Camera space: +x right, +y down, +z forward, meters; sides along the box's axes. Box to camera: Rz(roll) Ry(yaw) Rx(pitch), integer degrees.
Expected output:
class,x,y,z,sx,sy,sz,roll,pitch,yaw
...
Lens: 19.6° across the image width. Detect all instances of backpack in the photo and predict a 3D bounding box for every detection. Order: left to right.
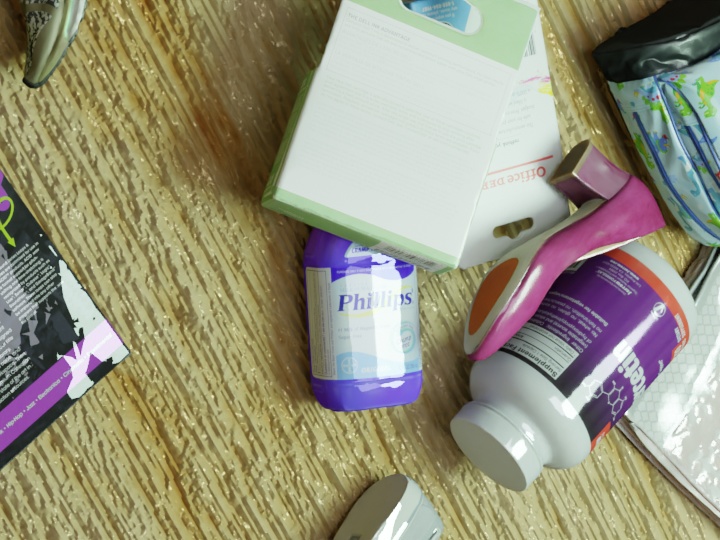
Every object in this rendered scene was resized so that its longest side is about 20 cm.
class,x,y,z,sx,sy,sz,roll,pitch,yaw
backpack,0.296,-0.112,1.666,0.163,0.153,0.201,-28,115,-30

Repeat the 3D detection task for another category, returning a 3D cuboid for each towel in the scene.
class,x,y,z,sx,sy,sz,roll,pitch,yaw
towel,0.314,0.094,1.742,0.191,0.032,0.201,42,73,-26

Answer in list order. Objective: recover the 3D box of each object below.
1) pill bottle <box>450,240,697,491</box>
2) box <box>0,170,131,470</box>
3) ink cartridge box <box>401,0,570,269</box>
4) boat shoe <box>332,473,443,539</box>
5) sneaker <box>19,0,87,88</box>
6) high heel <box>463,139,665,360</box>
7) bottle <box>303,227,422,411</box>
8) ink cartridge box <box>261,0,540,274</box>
class,x,y,z,sx,sy,sz,roll,pitch,yaw
pill bottle,0.162,0.073,1.603,0.200,0.112,0.113,-45,113,-21
box,-0.263,0.023,1.393,0.143,0.036,0.201,-42,113,-23
ink cartridge box,0.085,-0.112,1.573,0.114,0.068,0.202,-15,100,-29
boat shoe,-0.007,0.247,1.543,0.069,0.072,0.201,46,61,-24
sneaker,-0.228,-0.222,1.390,0.088,0.077,0.202,4,86,-18
high heel,0.155,0.004,1.542,0.096,0.067,0.201,41,71,-17
bottle,0.000,0.000,1.529,0.083,0.065,0.202,-5,95,-25
ink cartridge box,0.029,-0.116,1.482,0.145,0.048,0.201,21,80,-12
